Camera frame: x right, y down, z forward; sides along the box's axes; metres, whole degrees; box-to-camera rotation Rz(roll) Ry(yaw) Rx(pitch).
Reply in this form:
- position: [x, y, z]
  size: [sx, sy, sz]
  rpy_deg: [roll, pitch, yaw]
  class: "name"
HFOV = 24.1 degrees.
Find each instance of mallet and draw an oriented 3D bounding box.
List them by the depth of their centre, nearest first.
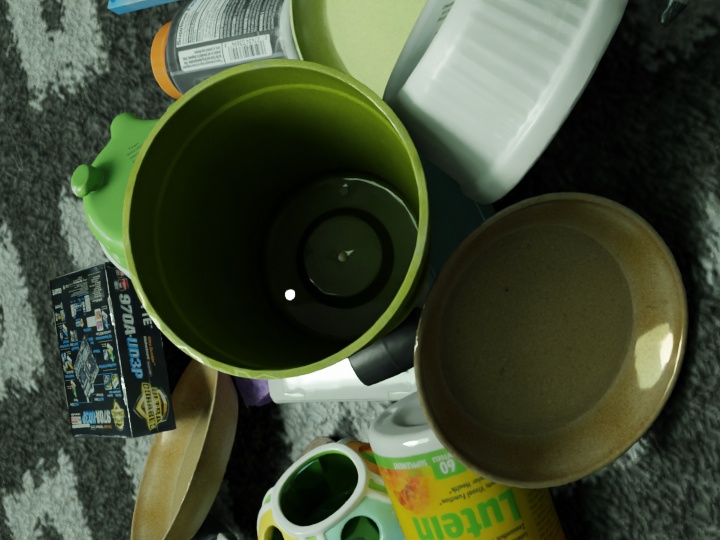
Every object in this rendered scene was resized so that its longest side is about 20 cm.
- position: [0.001, -0.019, 1.248]
  size: [0.065, 0.041, 0.201]
  rpy_deg: [-18, 84, 15]
  class: "mallet"

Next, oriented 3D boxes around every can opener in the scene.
- position: [-0.141, 0.253, 1.483]
  size: [0.200, 0.066, 0.054]
  rpy_deg: [-165, 72, -69]
  class: "can opener"

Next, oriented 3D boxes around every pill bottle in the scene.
- position: [0.088, 0.187, 1.223]
  size: [0.111, 0.111, 0.201]
  rpy_deg: [-7, 108, 47]
  class: "pill bottle"
- position: [-0.087, -0.183, 1.380]
  size: [0.199, 0.106, 0.107]
  rpy_deg: [-2, 95, 48]
  class: "pill bottle"

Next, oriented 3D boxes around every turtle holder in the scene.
- position: [-0.027, 0.207, 1.300]
  size: [0.184, 0.132, 0.141]
  rpy_deg: [-21, 48, 7]
  class: "turtle holder"
- position: [-0.162, -0.050, 1.392]
  size: [0.185, 0.141, 0.132]
  rpy_deg: [19, 151, 30]
  class: "turtle holder"

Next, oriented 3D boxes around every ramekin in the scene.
- position: [0.091, -0.152, 1.104]
  size: [0.094, 0.203, 0.203]
  rpy_deg: [28, 126, -8]
  class: "ramekin"

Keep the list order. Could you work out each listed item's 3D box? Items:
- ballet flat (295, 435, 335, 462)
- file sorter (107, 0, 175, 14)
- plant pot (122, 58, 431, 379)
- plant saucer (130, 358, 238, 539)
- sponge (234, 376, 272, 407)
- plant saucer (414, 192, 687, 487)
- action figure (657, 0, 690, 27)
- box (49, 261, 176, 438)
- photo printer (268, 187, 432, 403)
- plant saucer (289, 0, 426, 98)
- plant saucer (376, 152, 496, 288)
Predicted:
- position: [-0.058, 0.237, 1.440]
  size: [0.068, 0.067, 0.201]
  rpy_deg: [27, 115, 37]
  class: "ballet flat"
- position: [-0.185, -0.338, 1.403]
  size: [0.138, 0.122, 0.201]
  rpy_deg: [-2, 71, 47]
  class: "file sorter"
- position: [-0.032, -0.022, 1.142]
  size: [0.199, 0.193, 0.202]
  rpy_deg: [-2, 83, 14]
  class: "plant pot"
- position: [-0.151, 0.167, 1.498]
  size: [0.200, 0.035, 0.201]
  rpy_deg: [-160, 90, -74]
  class: "plant saucer"
- position: [-0.055, 0.026, 1.433]
  size: [0.200, 0.030, 0.112]
  rpy_deg: [-38, 69, 44]
  class: "sponge"
- position: [0.123, 0.044, 1.128]
  size: [0.035, 0.199, 0.202]
  rpy_deg: [-147, 58, -66]
  class: "plant saucer"
- position: [0.247, -0.237, 1.016]
  size: [0.200, 0.104, 0.195]
  rpy_deg: [38, 132, 41]
  class: "action figure"
- position: [-0.236, 0.076, 1.585]
  size: [0.200, 0.046, 0.160]
  rpy_deg: [-13, 86, 65]
  class: "box"
- position: [0.000, 0.000, 1.307]
  size: [0.165, 0.069, 0.202]
  rpy_deg: [-4, 94, 23]
  class: "photo printer"
- position: [0.043, -0.195, 1.248]
  size: [0.199, 0.031, 0.201]
  rpy_deg: [5, 105, 21]
  class: "plant saucer"
- position: [0.066, -0.031, 1.239]
  size: [0.070, 0.019, 0.201]
  rpy_deg: [-26, 92, 7]
  class: "plant saucer"
